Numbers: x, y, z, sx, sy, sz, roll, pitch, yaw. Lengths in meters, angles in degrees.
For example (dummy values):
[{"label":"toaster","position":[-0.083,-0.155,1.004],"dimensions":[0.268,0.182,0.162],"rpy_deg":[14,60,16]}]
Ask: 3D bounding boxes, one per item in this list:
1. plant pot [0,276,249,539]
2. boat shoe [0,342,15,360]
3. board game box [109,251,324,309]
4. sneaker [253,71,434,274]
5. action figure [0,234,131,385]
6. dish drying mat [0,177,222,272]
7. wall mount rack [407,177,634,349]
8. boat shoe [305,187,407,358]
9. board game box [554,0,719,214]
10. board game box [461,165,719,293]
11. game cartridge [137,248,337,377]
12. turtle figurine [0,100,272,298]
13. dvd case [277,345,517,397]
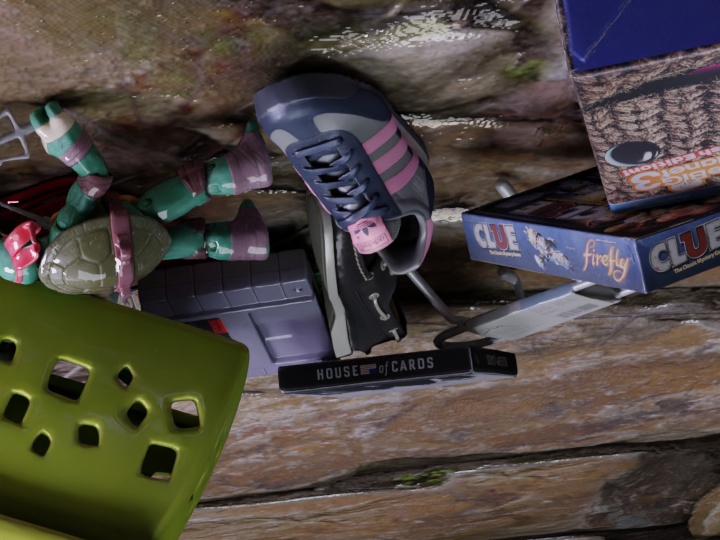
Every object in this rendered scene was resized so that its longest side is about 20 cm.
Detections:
[{"label":"plant pot","position":[-0.195,0.130,1.158],"dimensions":[0.198,0.182,0.200],"rpy_deg":[17,156,-3]},{"label":"boat shoe","position":[-0.259,0.046,1.331],"dimensions":[0.072,0.062,0.200],"rpy_deg":[-20,156,31]},{"label":"board game box","position":[-0.083,0.023,1.387],"dimensions":[0.199,0.024,0.105],"rpy_deg":[-12,157,12]},{"label":"sneaker","position":[-0.001,-0.058,1.107],"dimensions":[0.070,0.082,0.200],"rpy_deg":[-15,158,23]},{"label":"action figure","position":[-0.224,0.008,1.224],"dimensions":[0.118,0.055,0.200],"rpy_deg":[22,168,43]},{"label":"dish drying mat","position":[-0.162,-0.023,1.241],"dimensions":[0.077,0.018,0.200],"rpy_deg":[-19,157,24]},{"label":"wall mount rack","position":[0.114,-0.002,1.321],"dimensions":[0.200,0.075,0.173],"rpy_deg":[-23,158,37]},{"label":"boat shoe","position":[0.000,0.000,1.261],"dimensions":[0.060,0.074,0.200],"rpy_deg":[-11,147,-1]},{"label":"board game box","position":[0.196,-0.122,0.977],"dimensions":[0.159,0.097,0.200],"rpy_deg":[-11,159,11]},{"label":"board game box","position":[0.171,-0.032,1.121],"dimensions":[0.135,0.035,0.200],"rpy_deg":[-19,-166,-24]},{"label":"game cartridge","position":[-0.090,0.041,1.358],"dimensions":[0.129,0.039,0.200],"rpy_deg":[-12,158,2]},{"label":"turtle figurine","position":[-0.156,-0.031,1.098],"dimensions":[0.199,0.101,0.150],"rpy_deg":[-9,153,-17]},{"label":"dvd case","position":[0.035,0.081,1.404],"dimensions":[0.150,0.025,0.200],"rpy_deg":[-7,175,14]}]
